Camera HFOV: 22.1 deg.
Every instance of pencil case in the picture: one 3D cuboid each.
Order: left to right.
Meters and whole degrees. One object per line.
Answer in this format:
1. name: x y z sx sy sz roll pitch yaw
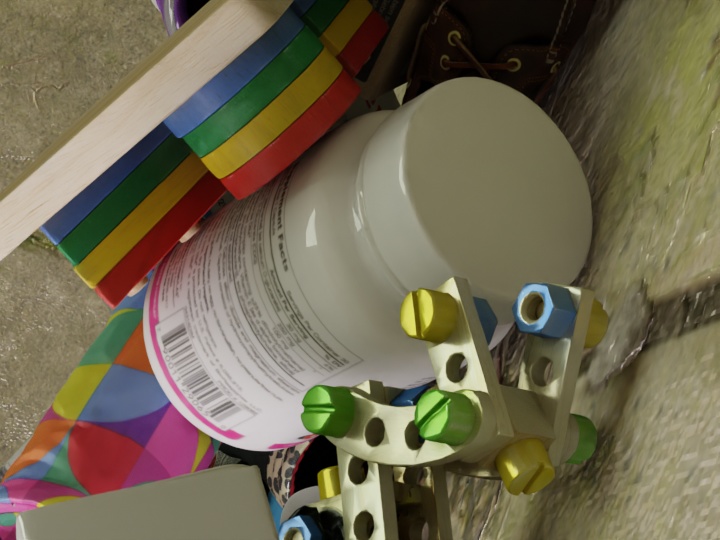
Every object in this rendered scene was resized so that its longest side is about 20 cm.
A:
1. pencil case: -0.101 0.068 0.877 0.200 0.088 0.088 -59 2 -33

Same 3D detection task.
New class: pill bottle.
1. pill bottle: 0.000 0.000 0.790 0.200 0.113 0.114 -29 39 50

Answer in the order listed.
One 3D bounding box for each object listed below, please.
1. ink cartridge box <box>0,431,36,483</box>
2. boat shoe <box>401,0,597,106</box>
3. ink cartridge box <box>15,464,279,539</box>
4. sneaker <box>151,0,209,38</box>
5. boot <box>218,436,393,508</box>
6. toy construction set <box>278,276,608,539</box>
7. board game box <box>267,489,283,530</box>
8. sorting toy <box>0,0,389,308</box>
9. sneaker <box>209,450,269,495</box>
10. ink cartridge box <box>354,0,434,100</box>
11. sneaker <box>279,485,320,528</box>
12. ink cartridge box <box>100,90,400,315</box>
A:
1. ink cartridge box: -0.182 0.160 1.017 0.200 0.085 0.146 -45 -4 -20
2. boat shoe: 0.062 -0.101 0.870 0.200 0.070 0.070 107 -171 -56
3. ink cartridge box: -0.049 0.184 0.575 0.146 0.084 0.200 97 158 -48
4. sneaker: -0.043 -0.182 0.958 0.200 0.080 0.089 -49 26 31
5. boot: 0.001 0.033 0.961 0.204 0.073 0.154 -48 30 -3
6. toy construction set: 0.028 0.107 0.627 0.131 0.092 0.200 -25 48 41
7. board game box: -0.053 0.222 0.940 0.153 0.040 0.200 -157 86 -80
8. sorting toy: -0.072 -0.064 0.810 0.200 0.070 0.199 -37 11 25
9. sneaker: -0.067 0.128 1.101 0.200 0.078 0.082 123 162 -54
10. ink cartridge box: 0.041 -0.188 0.948 0.165 0.075 0.200 -62 -10 23
11. sneaker: -0.017 0.187 0.770 0.200 0.076 0.081 -74 -2 -46
12. ink cartridge box: -0.066 -0.053 1.061 0.200 0.085 0.145 -52 -41 -25
